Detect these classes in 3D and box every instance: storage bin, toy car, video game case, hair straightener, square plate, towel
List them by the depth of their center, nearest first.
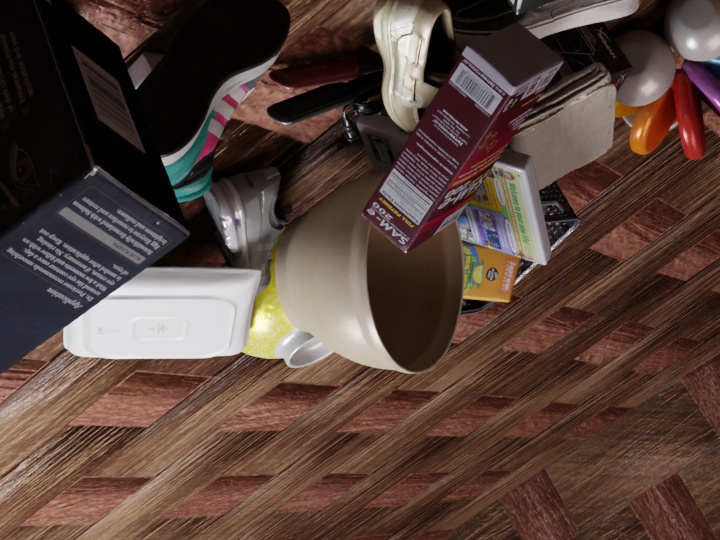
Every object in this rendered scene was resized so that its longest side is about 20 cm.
[{"bbox_3d":[-0.006,-0.162,1.450,0.199,0.041,0.078,-22,131,-41],"label":"hair straightener"},{"bbox_3d":[0.194,-0.137,1.586,0.132,0.035,0.200,-28,161,-3],"label":"towel"},{"bbox_3d":[0.099,-0.082,1.595,0.022,0.181,0.200,-64,158,-20],"label":"video game case"},{"bbox_3d":[-0.205,0.049,1.599,0.196,0.029,0.200,-1,154,-9],"label":"square plate"},{"bbox_3d":[0.364,-0.203,1.712,0.199,0.151,0.175,-34,159,12],"label":"toy car"},{"bbox_3d":[0.148,-0.037,1.892,0.135,0.094,0.200,-7,151,-47],"label":"storage bin"}]

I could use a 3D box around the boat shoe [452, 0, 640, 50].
[{"bbox_3d":[0.164,-0.256,1.454,0.198,0.071,0.064,-17,125,-10],"label":"boat shoe"}]

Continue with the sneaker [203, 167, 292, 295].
[{"bbox_3d":[-0.101,-0.036,1.580,0.081,0.075,0.200,-25,159,-9],"label":"sneaker"}]

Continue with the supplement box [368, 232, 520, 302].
[{"bbox_3d":[0.073,-0.012,1.708,0.198,0.069,0.067,4,106,-25],"label":"supplement box"}]

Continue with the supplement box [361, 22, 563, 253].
[{"bbox_3d":[0.091,-0.119,1.418,0.109,0.061,0.201,-33,160,-53],"label":"supplement box"}]

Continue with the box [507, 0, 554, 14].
[{"bbox_3d":[0.178,-0.315,1.196,0.199,0.149,0.125,-24,158,-17],"label":"box"}]

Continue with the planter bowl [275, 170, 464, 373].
[{"bbox_3d":[0.000,0.000,1.560,0.134,0.202,0.200,-1,176,31],"label":"planter bowl"}]

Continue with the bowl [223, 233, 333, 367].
[{"bbox_3d":[-0.071,0.043,1.761,0.199,0.108,0.200,-25,159,-10],"label":"bowl"}]

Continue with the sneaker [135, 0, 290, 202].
[{"bbox_3d":[-0.129,-0.127,1.250,0.200,0.083,0.121,-52,175,-33],"label":"sneaker"}]

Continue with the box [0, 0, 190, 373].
[{"bbox_3d":[-0.251,-0.063,1.107,0.199,0.198,0.117,-34,144,14],"label":"box"}]

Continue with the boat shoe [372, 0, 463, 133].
[{"bbox_3d":[0.062,-0.180,1.416,0.072,0.065,0.201,-51,153,-20],"label":"boat shoe"}]

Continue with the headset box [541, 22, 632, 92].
[{"bbox_3d":[0.161,-0.168,1.624,0.199,0.078,0.149,-20,157,-23],"label":"headset box"}]

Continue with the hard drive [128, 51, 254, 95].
[{"bbox_3d":[-0.197,-0.108,1.352,0.200,0.027,0.131,-42,157,28],"label":"hard drive"}]
